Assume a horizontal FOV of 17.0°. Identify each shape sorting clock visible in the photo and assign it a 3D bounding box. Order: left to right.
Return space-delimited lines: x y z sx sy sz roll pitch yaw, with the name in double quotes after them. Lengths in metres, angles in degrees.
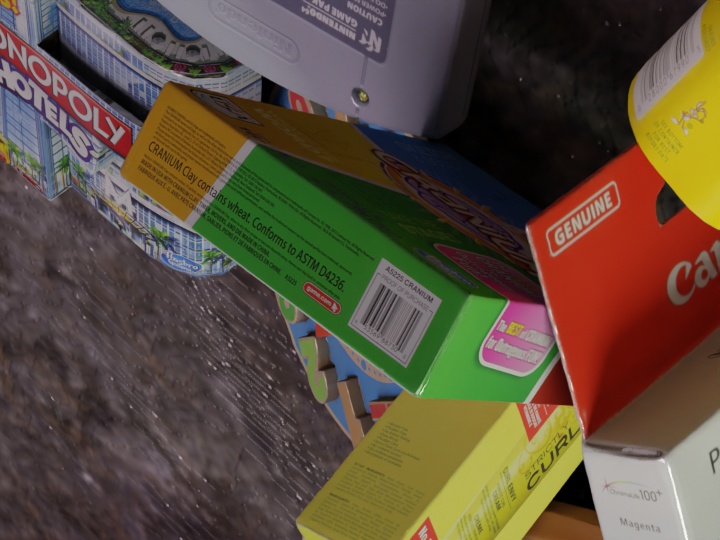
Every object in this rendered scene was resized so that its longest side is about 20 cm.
0.000 0.000 1.110 0.200 0.039 0.201 43 144 42 "shape sorting clock"

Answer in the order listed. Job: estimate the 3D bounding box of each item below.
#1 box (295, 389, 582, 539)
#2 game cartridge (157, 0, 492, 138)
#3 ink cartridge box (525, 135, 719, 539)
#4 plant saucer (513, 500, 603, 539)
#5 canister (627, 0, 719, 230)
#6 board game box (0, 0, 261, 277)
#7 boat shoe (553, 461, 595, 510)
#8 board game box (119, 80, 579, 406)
0.057 0.064 1.006 0.050 0.200 0.076 21 145 34 "box"
-0.030 -0.143 1.013 0.199 0.041 0.134 32 132 22 "game cartridge"
0.153 0.021 0.888 0.043 0.200 0.175 7 121 43 "ink cartridge box"
0.103 0.152 1.098 0.199 0.032 0.201 19 157 8 "plant saucer"
0.191 -0.106 0.808 0.087 0.148 0.200 50 142 6 "canister"
-0.134 -0.112 1.149 0.200 0.062 0.200 40 152 24 "board game box"
0.092 0.075 1.088 0.199 0.069 0.085 1 117 44 "boat shoe"
0.027 -0.006 0.905 0.153 0.200 0.041 36 104 29 "board game box"
